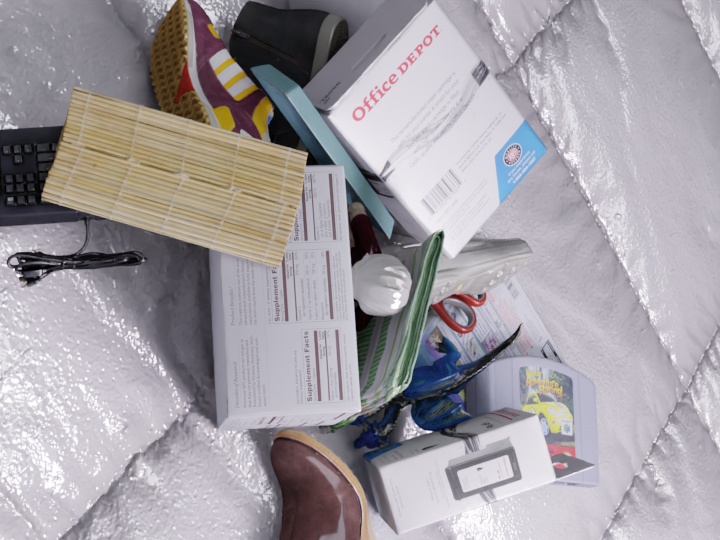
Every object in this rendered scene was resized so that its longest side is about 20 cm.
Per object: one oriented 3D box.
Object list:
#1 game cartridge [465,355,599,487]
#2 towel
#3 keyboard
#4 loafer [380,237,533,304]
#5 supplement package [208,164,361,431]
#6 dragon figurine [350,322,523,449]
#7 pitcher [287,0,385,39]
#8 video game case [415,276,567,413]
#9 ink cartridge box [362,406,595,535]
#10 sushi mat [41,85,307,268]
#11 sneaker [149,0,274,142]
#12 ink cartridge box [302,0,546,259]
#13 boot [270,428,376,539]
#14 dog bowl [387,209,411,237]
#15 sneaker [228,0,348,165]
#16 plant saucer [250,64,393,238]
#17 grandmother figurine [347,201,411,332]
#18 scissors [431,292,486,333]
[{"bbox_3d":[0.191,0.162,1.245,0.198,0.041,0.135,13,66,-41],"label":"game cartridge"},{"bbox_3d":[0.014,0.061,1.046,0.023,0.200,0.154,22,66,-13],"label":"towel"},{"bbox_3d":[-0.218,-0.055,0.908,0.197,0.021,0.129,-5,81,-14],"label":"keyboard"},{"bbox_3d":[0.099,-0.012,1.176,0.198,0.070,0.070,-10,62,-42],"label":"loafer"},{"bbox_3d":[-0.071,0.029,0.979,0.109,0.156,0.203,-2,79,-10],"label":"supplement package"},{"bbox_3d":[0.074,0.118,1.128,0.100,0.197,0.059,-84,156,-61],"label":"dragon figurine"},{"bbox_3d":[-0.009,-0.235,1.168,0.172,0.120,0.201,-52,127,-32],"label":"pitcher"},{"bbox_3d":[0.141,0.101,1.267,0.201,0.045,0.182,57,47,-17],"label":"video game case"},{"bbox_3d":[0.110,0.182,1.099,0.198,0.116,0.069,-17,90,-8],"label":"ink cartridge box"},{"bbox_3d":[-0.144,-0.074,0.903,0.197,0.012,0.097,16,75,-3],"label":"sushi mat"},{"bbox_3d":[-0.128,-0.157,1.025,0.089,0.075,0.202,10,51,-37],"label":"sneaker"},{"bbox_3d":[0.058,-0.135,1.068,0.145,0.084,0.200,-47,121,-7],"label":"ink cartridge box"},{"bbox_3d":[-0.054,0.262,1.012,0.166,0.072,0.202,-46,115,-43],"label":"boot"},{"bbox_3d":[0.065,-0.125,1.176,0.198,0.059,0.203,-17,121,-30],"label":"dog bowl"},{"bbox_3d":[-0.082,-0.155,1.111,0.075,0.105,0.203,-10,114,-72],"label":"sneaker"},{"bbox_3d":[-0.029,-0.108,1.037,0.019,0.070,0.200,-44,133,-5],"label":"plant saucer"},{"bbox_3d":[0.000,0.000,1.044,0.060,0.200,0.123,-11,102,-13],"label":"grandmother figurine"},{"bbox_3d":[0.044,0.005,1.189,0.198,0.014,0.074,24,55,-15],"label":"scissors"}]
